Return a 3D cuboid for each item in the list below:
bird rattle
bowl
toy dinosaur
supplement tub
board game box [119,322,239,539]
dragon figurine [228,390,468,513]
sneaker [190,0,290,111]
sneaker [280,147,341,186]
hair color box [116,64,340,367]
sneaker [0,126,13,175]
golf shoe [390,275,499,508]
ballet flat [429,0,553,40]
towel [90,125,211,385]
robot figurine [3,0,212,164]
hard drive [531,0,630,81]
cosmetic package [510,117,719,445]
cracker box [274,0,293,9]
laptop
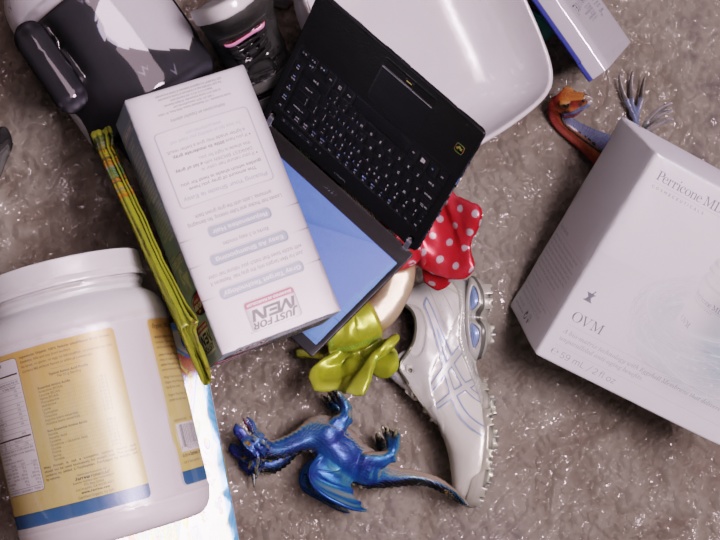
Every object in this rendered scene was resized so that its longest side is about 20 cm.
[{"bbox_3d":[0.000,0.000,1.196,0.162,0.113,0.201,30,93,-8],"label":"bird rattle"},{"bbox_3d":[0.046,-0.191,1.233,0.199,0.075,0.201,-30,95,-25],"label":"bowl"},{"bbox_3d":[0.251,-0.093,1.352,0.180,0.105,0.202,14,86,2],"label":"toy dinosaur"},{"bbox_3d":[-0.200,0.096,1.081,0.143,0.145,0.202,-12,84,-21],"label":"supplement tub"},{"bbox_3d":[-0.179,0.149,1.176,0.133,0.034,0.202,-9,84,-21],"label":"board game box"},{"bbox_3d":[-0.015,0.168,1.218,0.199,0.059,0.100,36,72,-7],"label":"dragon figurine"},{"bbox_3d":[-0.085,-0.180,1.189,0.070,0.200,0.100,-27,96,-1],"label":"sneaker"},{"bbox_3d":[-0.039,-0.060,1.243,0.198,0.077,0.085,-17,83,-21],"label":"sneaker"},{"bbox_3d":[-0.100,-0.041,1.097,0.098,0.061,0.202,-20,83,-20],"label":"hair color box"},{"bbox_3d":[-0.358,-0.130,1.147,0.199,0.066,0.091,38,67,-14],"label":"sneaker"},{"bbox_3d":[0.070,0.105,1.266,0.096,0.078,0.202,-2,75,-3],"label":"golf shoe"},{"bbox_3d":[0.084,-0.247,1.335,0.198,0.068,0.073,-4,62,-17],"label":"ballet flat"},{"bbox_3d":[-0.155,-0.013,1.103,0.018,0.086,0.201,-24,58,-7],"label":"towel"},{"bbox_3d":[-0.197,-0.180,1.178,0.124,0.150,0.201,-35,94,-2],"label":"robot figurine"},{"bbox_3d":[0.172,-0.274,1.344,0.201,0.025,0.132,54,27,-4],"label":"hard drive"},{"bbox_3d":[0.271,0.009,1.273,0.198,0.123,0.201,25,104,-14],"label":"cosmetic package"},{"bbox_3d":[-0.139,-0.318,1.262,0.198,0.058,0.135,12,76,-19],"label":"cracker box"},{"bbox_3d":[-0.032,-0.075,1.135,0.177,0.201,0.103,42,39,14],"label":"laptop"}]
